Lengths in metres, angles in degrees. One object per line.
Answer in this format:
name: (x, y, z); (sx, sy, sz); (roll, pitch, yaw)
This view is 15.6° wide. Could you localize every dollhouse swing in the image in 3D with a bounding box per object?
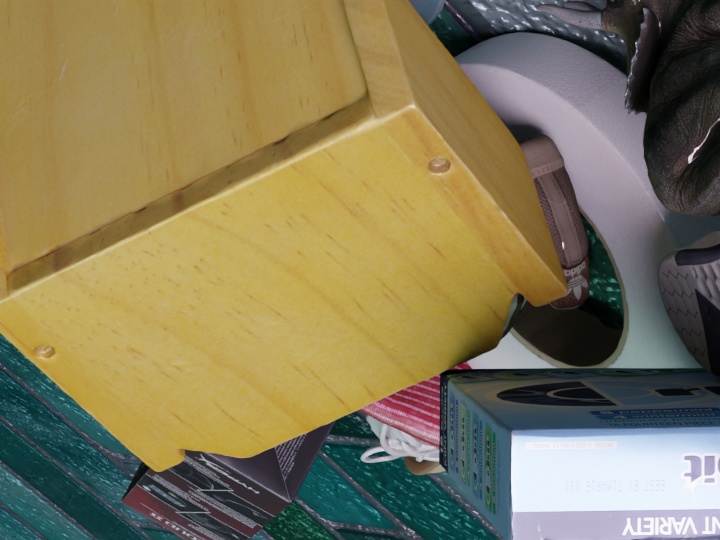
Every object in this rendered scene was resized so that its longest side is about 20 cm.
dollhouse swing: (-0.048, -0.058, 1.086); (0.200, 0.176, 0.182); (-25, 134, 19)

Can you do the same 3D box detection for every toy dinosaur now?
toy dinosaur: (0.140, -0.061, 0.985); (0.077, 0.200, 0.102); (30, 123, -30)

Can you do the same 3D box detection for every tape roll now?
tape roll: (0.091, -0.009, 1.171); (0.203, 0.037, 0.203); (37, 144, 33)

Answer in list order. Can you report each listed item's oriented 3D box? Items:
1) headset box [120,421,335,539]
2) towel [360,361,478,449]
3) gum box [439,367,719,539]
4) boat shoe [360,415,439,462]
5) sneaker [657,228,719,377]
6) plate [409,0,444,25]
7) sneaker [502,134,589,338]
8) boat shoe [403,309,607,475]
headset box: (-0.059, 0.074, 1.502); (0.077, 0.149, 0.200); (31, 159, -6)
towel: (0.000, 0.000, 1.277); (0.200, 0.144, 0.023); (26, 143, 7)
gum box: (0.125, 0.067, 1.002); (0.169, 0.045, 0.200); (0, -177, -5)
boat shoe: (0.030, 0.066, 1.339); (0.074, 0.086, 0.202); (6, -153, -31)
sneaker: (0.207, -0.012, 0.970); (0.077, 0.146, 0.202); (67, 170, -9)
plate: (-0.055, -0.157, 1.159); (0.200, 0.026, 0.200); (26, 158, 11)
sneaker: (0.029, 0.003, 1.159); (0.200, 0.070, 0.076); (-27, 83, 59)
boat shoe: (0.095, 0.069, 1.433); (0.072, 0.072, 0.200); (6, 157, -27)
